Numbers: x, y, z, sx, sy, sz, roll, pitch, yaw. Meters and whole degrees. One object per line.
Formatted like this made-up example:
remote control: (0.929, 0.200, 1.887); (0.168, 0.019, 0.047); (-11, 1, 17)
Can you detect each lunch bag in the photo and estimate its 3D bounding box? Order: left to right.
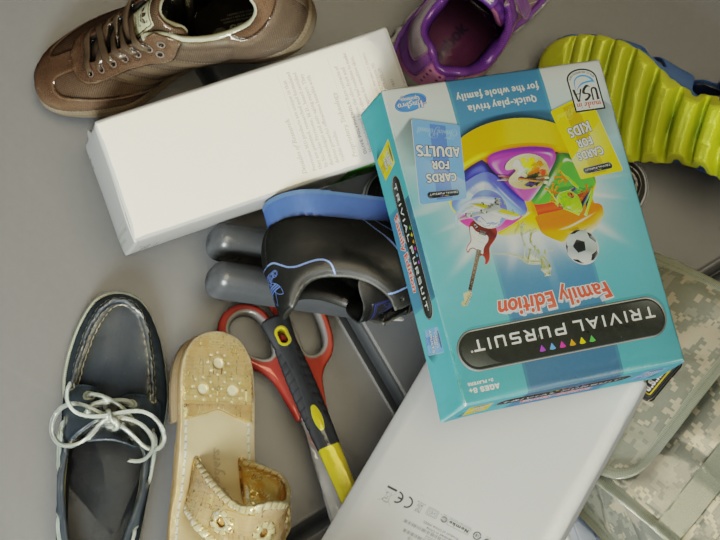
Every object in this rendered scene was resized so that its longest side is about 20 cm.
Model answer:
lunch bag: (0.212, 0.106, 1.425); (0.200, 0.118, 0.164); (43, 71, -3)

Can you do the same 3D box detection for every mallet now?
mallet: (-0.008, 0.118, 1.393); (0.066, 0.041, 0.201); (-14, 75, -7)

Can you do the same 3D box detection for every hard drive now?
hard drive: (0.075, 0.127, 1.352); (0.131, 0.026, 0.200); (26, 71, 17)

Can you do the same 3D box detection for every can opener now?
can opener: (0.000, 0.000, 1.418); (0.199, 0.067, 0.054); (8, 68, -20)

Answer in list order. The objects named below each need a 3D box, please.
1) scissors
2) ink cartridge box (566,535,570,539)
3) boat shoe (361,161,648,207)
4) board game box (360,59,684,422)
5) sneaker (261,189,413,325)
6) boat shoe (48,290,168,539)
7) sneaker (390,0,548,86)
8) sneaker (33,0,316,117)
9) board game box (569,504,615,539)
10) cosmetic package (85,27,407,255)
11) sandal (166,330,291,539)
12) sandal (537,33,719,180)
scissors: (-0.025, 0.096, 1.419); (0.073, 0.014, 0.201); (-26, 78, -20)
ink cartridge box: (0.068, 0.273, 1.410); (0.197, 0.043, 0.201); (-20, 85, -3)
boat shoe: (0.102, -0.053, 1.446); (0.199, 0.066, 0.070); (0, 85, -9)
board game box: (0.100, -0.021, 1.331); (0.150, 0.047, 0.201); (-10, 77, -20)
sneaker: (0.035, -0.005, 1.370); (0.199, 0.070, 0.078); (0, 70, -12)
boat shoe: (-0.164, 0.112, 1.389); (0.075, 0.062, 0.201); (11, 83, -6)
sneaker: (0.088, -0.190, 1.444); (0.080, 0.088, 0.201); (34, 80, -4)
sneaker: (-0.130, -0.155, 1.373); (0.199, 0.076, 0.071); (-16, 67, 18)
board game box: (0.150, 0.258, 1.453); (0.103, 0.019, 0.201); (-20, 89, -12)
cosmetic package: (-0.070, -0.083, 1.398); (0.199, 0.108, 0.085); (-20, 90, -9)
sandal: (-0.078, 0.140, 1.358); (0.077, 0.070, 0.213); (-3, 80, -27)
sandal: (0.214, -0.105, 1.467); (0.199, 0.087, 0.080); (24, 105, 12)
